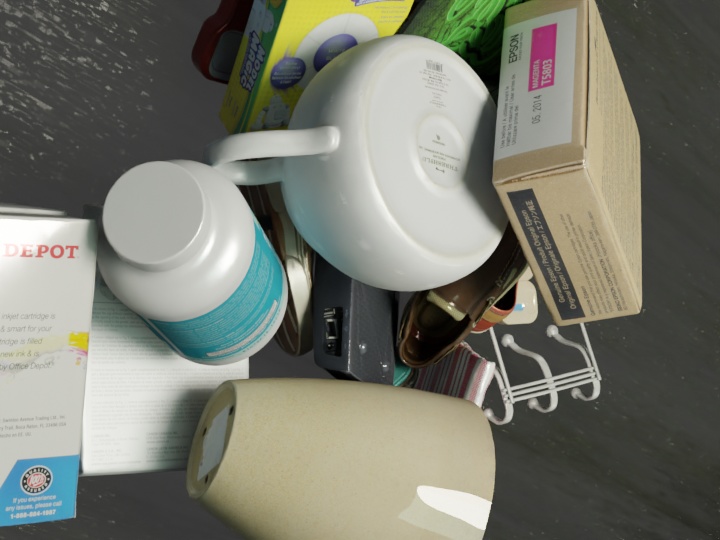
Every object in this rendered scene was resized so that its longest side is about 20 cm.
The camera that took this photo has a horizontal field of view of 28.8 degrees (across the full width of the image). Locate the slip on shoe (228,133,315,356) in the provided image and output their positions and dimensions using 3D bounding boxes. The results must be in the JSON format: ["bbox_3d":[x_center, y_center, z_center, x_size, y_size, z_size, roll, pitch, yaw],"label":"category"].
[{"bbox_3d":[-0.057,-0.030,1.160,0.060,0.076,0.203,-19,103,-29],"label":"slip on shoe"}]

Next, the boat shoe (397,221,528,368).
[{"bbox_3d":[0.088,0.012,1.164,0.075,0.074,0.203,-56,175,-47],"label":"boat shoe"}]

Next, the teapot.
[{"bbox_3d":[0.007,-0.071,1.043,0.201,0.145,0.198,55,47,-21],"label":"teapot"}]

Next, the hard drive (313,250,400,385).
[{"bbox_3d":[0.000,0.000,1.181,0.135,0.042,0.203,43,48,-66],"label":"hard drive"}]

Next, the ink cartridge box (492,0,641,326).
[{"bbox_3d":[0.163,-0.088,1.077,0.165,0.074,0.202,59,30,-41],"label":"ink cartridge box"}]

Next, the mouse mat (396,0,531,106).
[{"bbox_3d":[0.078,-0.164,1.124,0.160,0.008,0.201,11,124,-46],"label":"mouse mat"}]

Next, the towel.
[{"bbox_3d":[0.074,0.134,1.235,0.030,0.200,0.148,16,93,-9],"label":"towel"}]

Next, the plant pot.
[{"bbox_3d":[-0.027,0.160,1.088,0.198,0.187,0.190,21,83,-21],"label":"plant pot"}]

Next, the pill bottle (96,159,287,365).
[{"bbox_3d":[-0.119,-0.008,0.985,0.200,0.110,0.112,68,46,-72],"label":"pill bottle"}]

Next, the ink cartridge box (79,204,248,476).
[{"bbox_3d":[-0.163,0.057,1.108,0.161,0.050,0.203,4,81,-42],"label":"ink cartridge box"}]

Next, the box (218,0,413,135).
[{"bbox_3d":[-0.025,-0.185,1.057,0.116,0.049,0.201,-8,136,-32],"label":"box"}]

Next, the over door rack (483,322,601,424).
[{"bbox_3d":[0.160,0.040,1.385,0.146,0.066,0.203,-9,89,-42],"label":"over door rack"}]

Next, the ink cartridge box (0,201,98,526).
[{"bbox_3d":[-0.275,0.054,0.922,0.146,0.144,0.203,3,96,-42],"label":"ink cartridge box"}]

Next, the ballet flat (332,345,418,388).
[{"bbox_3d":[-0.030,0.137,1.220,0.199,0.067,0.064,-32,154,-24],"label":"ballet flat"}]

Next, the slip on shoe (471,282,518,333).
[{"bbox_3d":[0.121,-0.044,1.265,0.073,0.061,0.203,16,73,-31],"label":"slip on shoe"}]

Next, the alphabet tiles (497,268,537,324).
[{"bbox_3d":[0.119,-0.050,1.310,0.194,0.015,0.203,-1,85,-36],"label":"alphabet tiles"}]

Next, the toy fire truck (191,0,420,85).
[{"bbox_3d":[-0.029,-0.213,1.145,0.198,0.112,0.169,11,114,-42],"label":"toy fire truck"}]
